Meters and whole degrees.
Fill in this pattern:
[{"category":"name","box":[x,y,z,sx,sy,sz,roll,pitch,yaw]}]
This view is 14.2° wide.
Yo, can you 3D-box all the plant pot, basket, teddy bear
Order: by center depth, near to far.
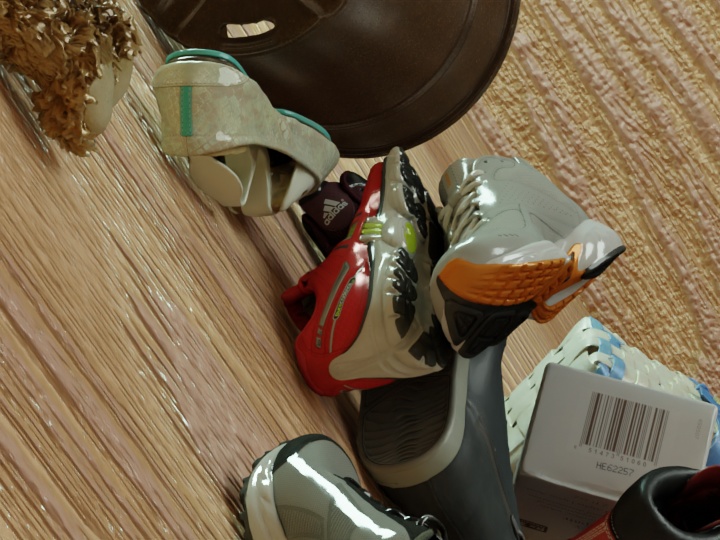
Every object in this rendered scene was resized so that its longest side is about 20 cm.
[{"category":"teddy bear","box":[-0.149,-0.138,1.172,0.145,0.067,0.200,-91,158,-58]},{"category":"plant pot","box":[-0.029,-0.179,1.683,0.200,0.200,0.198,62,14,16]},{"category":"basket","box":[0.172,0.146,1.832,0.200,0.176,0.139,38,14,-18]}]

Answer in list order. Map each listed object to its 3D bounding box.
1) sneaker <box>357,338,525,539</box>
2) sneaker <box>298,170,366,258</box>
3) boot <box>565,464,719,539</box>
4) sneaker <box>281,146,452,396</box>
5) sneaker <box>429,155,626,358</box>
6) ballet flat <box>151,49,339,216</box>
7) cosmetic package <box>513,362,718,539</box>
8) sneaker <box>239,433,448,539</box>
[{"category":"sneaker","box":[0.049,0.073,1.557,0.200,0.075,0.106,-75,146,-46]},{"category":"sneaker","box":[0.003,-0.003,1.701,0.116,0.076,0.200,48,4,-2]},{"category":"boot","box":[0.165,0.155,1.522,0.200,0.144,0.072,12,45,-58]},{"category":"sneaker","box":[0.000,0.000,1.510,0.077,0.085,0.200,62,17,-20]},{"category":"sneaker","box":[0.065,-0.016,1.490,0.092,0.076,0.200,48,17,10]},{"category":"ballet flat","box":[-0.063,-0.058,1.495,0.200,0.067,0.062,34,54,-67]},{"category":"cosmetic package","box":[0.137,0.125,1.648,0.200,0.102,0.074,92,13,-68]},{"category":"sneaker","box":[0.005,0.119,1.096,0.074,0.079,0.200,55,7,-25]}]
